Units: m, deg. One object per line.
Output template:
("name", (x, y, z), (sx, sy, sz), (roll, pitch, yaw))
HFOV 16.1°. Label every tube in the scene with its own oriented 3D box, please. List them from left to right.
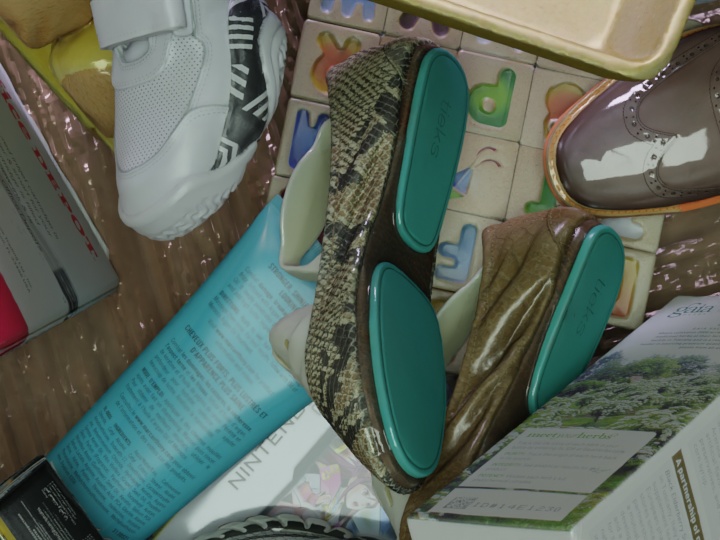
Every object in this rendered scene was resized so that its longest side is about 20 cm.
("tube", (-0.079, 0.064, 1.065), (0.200, 0.050, 0.077), (-43, 90, 14))

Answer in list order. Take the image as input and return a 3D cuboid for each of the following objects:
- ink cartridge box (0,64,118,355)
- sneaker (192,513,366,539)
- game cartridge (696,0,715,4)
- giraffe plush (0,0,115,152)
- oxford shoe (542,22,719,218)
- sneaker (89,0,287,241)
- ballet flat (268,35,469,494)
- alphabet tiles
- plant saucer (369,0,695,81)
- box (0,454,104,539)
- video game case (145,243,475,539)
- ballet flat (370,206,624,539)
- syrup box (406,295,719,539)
("ink cartridge box", (-0.184, -0.026, 1.006), (0.083, 0.200, 0.146), (-29, 92, 9))
("sneaker", (0.001, 0.144, 1.039), (0.198, 0.082, 0.078), (-1, 95, 4))
("game cartridge", (0.069, -0.166, 0.966), (0.199, 0.042, 0.134), (8, 117, 17))
("giraffe plush", (-0.089, -0.156, 1.030), (0.162, 0.173, 0.200), (-43, 56, -4))
("oxford shoe", (0.169, -0.074, 1.031), (0.199, 0.073, 0.072), (-22, 92, -1))
("sneaker", (-0.085, -0.117, 0.903), (0.114, 0.075, 0.201), (20, 71, -32))
("ballet flat", (0.000, 0.000, 1.008), (0.075, 0.068, 0.201), (-11, 58, 28))
("alphabet tiles", (0.051, -0.056, 1.066), (0.165, 0.006, 0.201), (12, 87, -2))
("plant saucer", (0.040, -0.159, 0.879), (0.199, 0.049, 0.201), (19, 63, 12))
("box", (-0.133, 0.195, 1.055), (0.159, 0.049, 0.201), (-31, 96, 39))
("video game case", (0.040, 0.113, 1.088), (0.200, 0.026, 0.181), (41, 96, 0))
("ballet flat", (0.045, 0.064, 1.014), (0.072, 0.068, 0.201), (6, 68, 32))
("syrup box", (0.112, 0.084, 0.975), (0.078, 0.200, 0.082), (-1, 113, 41))
